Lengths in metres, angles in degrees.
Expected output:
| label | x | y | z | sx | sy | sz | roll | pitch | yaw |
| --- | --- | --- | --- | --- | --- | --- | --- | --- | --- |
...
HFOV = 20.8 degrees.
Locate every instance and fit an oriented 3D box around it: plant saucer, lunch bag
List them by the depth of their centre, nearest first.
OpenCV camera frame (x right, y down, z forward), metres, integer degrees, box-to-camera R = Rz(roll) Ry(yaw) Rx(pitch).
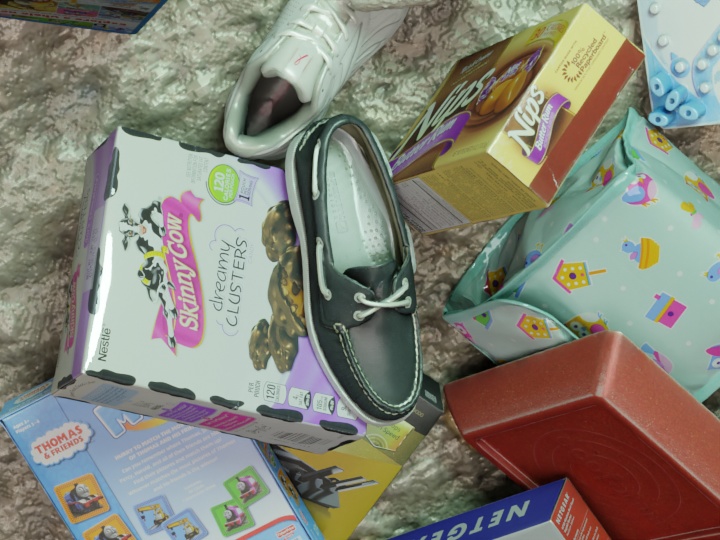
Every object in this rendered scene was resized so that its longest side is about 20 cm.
| label | x | y | z | sx | sy | sz | roll | pitch | yaw |
| --- | --- | --- | --- | --- | --- | --- | --- | --- | --- |
| lunch bag | 0.175 | 0.021 | 1.344 | 0.170 | 0.122 | 0.200 | 38 | 117 | -16 |
| plant saucer | 0.174 | 0.133 | 1.353 | 0.199 | 0.037 | 0.199 | 40 | 147 | -18 |

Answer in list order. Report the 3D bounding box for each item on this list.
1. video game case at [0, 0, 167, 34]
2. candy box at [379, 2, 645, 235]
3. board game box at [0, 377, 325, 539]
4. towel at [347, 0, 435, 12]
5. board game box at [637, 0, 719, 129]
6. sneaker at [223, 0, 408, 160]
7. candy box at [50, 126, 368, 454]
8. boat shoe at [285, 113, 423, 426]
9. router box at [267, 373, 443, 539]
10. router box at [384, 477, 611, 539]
| label | x | y | z | sx | sy | sz | roll | pitch | yaw |
| --- | --- | --- | --- | --- | --- | --- | --- | --- | --- |
| video game case | -0.186 | -0.184 | 1.211 | 0.142 | 0.200 | 0.018 | 5 | 82 | -18 |
| candy box | 0.088 | -0.091 | 1.241 | 0.056 | 0.200 | 0.117 | 39 | 75 | -15 |
| board game box | -0.136 | 0.147 | 1.367 | 0.150 | 0.037 | 0.201 | -26 | 108 | 9 |
| towel | 0.050 | -0.265 | 1.226 | 0.131 | 0.034 | 0.203 | -3 | 86 | 24 |
| board game box | 0.265 | -0.196 | 1.253 | 0.198 | 0.026 | 0.202 | -3 | 102 | 29 |
| sneaker | -0.025 | -0.149 | 1.283 | 0.077 | 0.099 | 0.201 | 30 | 106 | -2 |
| candy box | -0.090 | 0.016 | 1.290 | 0.198 | 0.071 | 0.170 | 14 | 70 | -23 |
| boat shoe | 0.000 | 0.000 | 1.259 | 0.075 | 0.060 | 0.202 | -18 | 88 | -25 |
| router box | -0.064 | 0.099 | 1.399 | 0.199 | 0.052 | 0.158 | 33 | 106 | -12 |
| router box | 0.112 | 0.257 | 1.420 | 0.199 | 0.049 | 0.180 | -23 | 111 | 34 |
